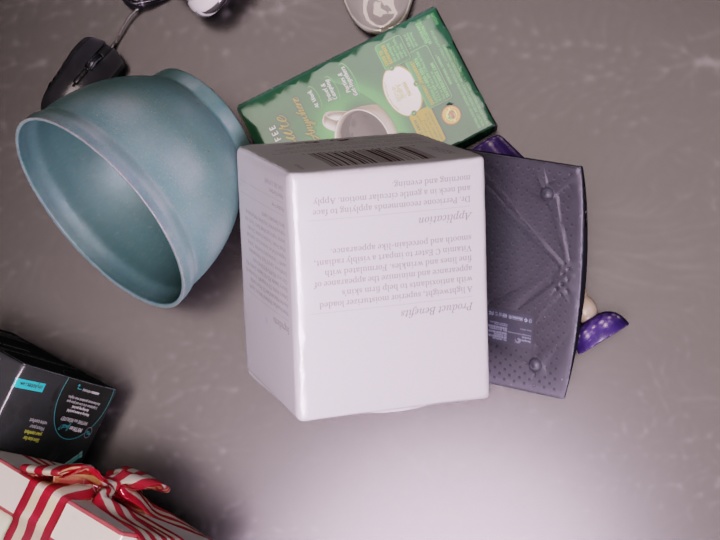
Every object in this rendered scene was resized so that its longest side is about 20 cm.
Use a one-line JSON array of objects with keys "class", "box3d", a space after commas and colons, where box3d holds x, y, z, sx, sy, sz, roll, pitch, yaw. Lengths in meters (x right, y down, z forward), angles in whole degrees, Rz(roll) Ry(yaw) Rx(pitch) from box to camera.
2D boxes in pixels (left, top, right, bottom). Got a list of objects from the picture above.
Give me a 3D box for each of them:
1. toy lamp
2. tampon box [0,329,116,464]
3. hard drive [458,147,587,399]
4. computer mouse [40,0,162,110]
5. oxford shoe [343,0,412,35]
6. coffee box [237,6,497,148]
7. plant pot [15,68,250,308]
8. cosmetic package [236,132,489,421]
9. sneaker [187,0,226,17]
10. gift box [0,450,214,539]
[{"class": "toy lamp", "box3d": [0.157, -0.025, 1.488, 0.058, 0.058, 0.200, -32, 84, 3]}, {"class": "tampon box", "box3d": [-0.333, 0.155, 1.460, 0.126, 0.150, 0.201, 25, 88, 25]}, {"class": "hard drive", "box3d": [0.130, -0.001, 1.454, 0.134, 0.042, 0.201, 10, 108, 27]}, {"class": "computer mouse", "box3d": [-0.220, -0.208, 1.543, 0.059, 0.034, 0.200, 33, 89, 7]}, {"class": "oxford shoe", "box3d": [0.012, -0.309, 1.517, 0.075, 0.058, 0.201, 1, 89, 2]}, {"class": "coffee box", "box3d": [0.005, -0.133, 1.514, 0.199, 0.044, 0.123, -28, 85, 2]}, {"class": "plant pot", "box3d": [-0.177, -0.088, 1.467, 0.200, 0.200, 0.134, 43, 65, 6]}, {"class": "cosmetic package", "box3d": [0.000, 0.000, 1.402, 0.164, 0.165, 0.201, -5, 103, -18]}, {"class": "sneaker", "box3d": [-0.120, -0.333, 1.509, 0.115, 0.075, 0.200, 36, 91, -9]}, {"class": "gift box", "box3d": [-0.222, 0.252, 1.387, 0.199, 0.184, 0.187, 23, 88, 23]}]
